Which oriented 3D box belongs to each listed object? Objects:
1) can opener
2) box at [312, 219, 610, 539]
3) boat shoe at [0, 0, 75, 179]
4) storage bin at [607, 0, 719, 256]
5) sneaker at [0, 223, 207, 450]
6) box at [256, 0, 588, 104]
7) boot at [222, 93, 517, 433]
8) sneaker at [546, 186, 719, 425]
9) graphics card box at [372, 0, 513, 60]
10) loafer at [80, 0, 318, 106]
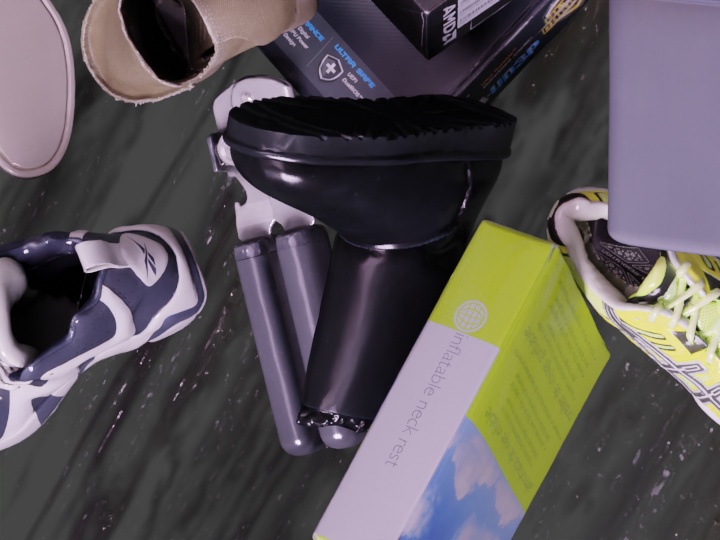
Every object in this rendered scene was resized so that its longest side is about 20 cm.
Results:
[{"bbox_3d":[-0.031,-0.006,1.530,0.053,0.066,0.200,-13,87,36],"label":"can opener"},{"bbox_3d":[0.046,0.091,1.415,0.048,0.122,0.200,21,71,26],"label":"box"},{"bbox_3d":[-0.203,-0.141,1.630,0.067,0.057,0.200,-15,80,-15],"label":"boat shoe"},{"bbox_3d":[0.192,-0.078,1.372,0.145,0.200,0.135,7,98,25],"label":"storage bin"},{"bbox_3d":[-0.189,0.035,1.555,0.199,0.130,0.080,-24,74,20],"label":"sneaker"},{"bbox_3d":[0.009,-0.167,1.534,0.159,0.046,0.200,-46,69,13],"label":"box"},{"bbox_3d":[-0.001,0.000,1.432,0.073,0.198,0.163,22,107,36],"label":"boot"},{"bbox_3d":[0.166,0.029,1.426,0.200,0.076,0.075,33,96,22],"label":"sneaker"},{"bbox_3d":[0.071,-0.208,1.462,0.200,0.051,0.126,-35,69,-13],"label":"graphics card box"},{"bbox_3d":[-0.098,-0.130,1.520,0.200,0.067,0.076,-22,95,58],"label":"loafer"}]
